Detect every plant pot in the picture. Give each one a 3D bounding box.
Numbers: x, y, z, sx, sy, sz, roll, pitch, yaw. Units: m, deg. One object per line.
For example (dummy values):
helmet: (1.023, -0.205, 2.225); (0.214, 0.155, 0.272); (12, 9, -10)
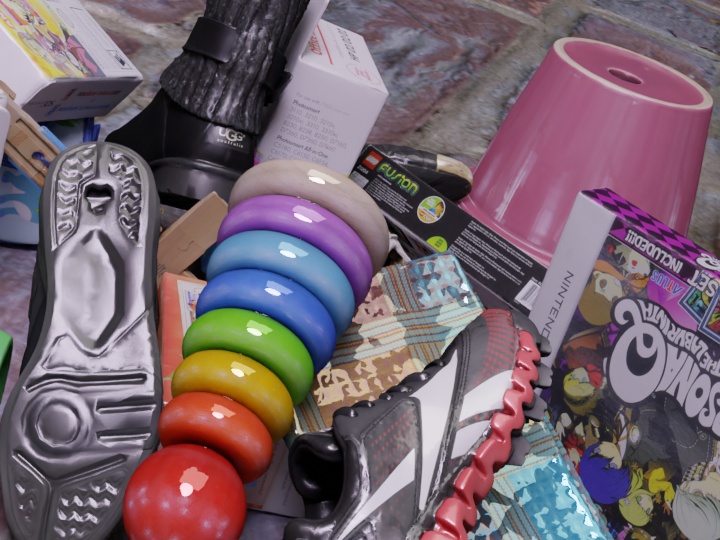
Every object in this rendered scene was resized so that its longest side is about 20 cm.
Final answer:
plant pot: (0.175, -0.068, 1.113); (0.197, 0.181, 0.201); (16, 25, -8)

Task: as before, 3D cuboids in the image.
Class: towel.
towel: (0.034, 0.086, 0.739); (0.145, 0.022, 0.201); (-14, 64, -30)

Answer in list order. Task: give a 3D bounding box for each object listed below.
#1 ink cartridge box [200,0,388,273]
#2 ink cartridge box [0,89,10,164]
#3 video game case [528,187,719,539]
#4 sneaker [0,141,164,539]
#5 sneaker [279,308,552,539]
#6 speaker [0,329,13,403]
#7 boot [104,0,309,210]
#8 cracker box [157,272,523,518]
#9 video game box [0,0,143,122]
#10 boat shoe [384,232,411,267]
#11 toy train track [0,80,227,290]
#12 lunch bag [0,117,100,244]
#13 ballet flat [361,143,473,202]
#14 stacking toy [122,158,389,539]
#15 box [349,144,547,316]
ink cartridge box: (-0.042, -0.098, 0.975); (0.067, 0.202, 0.115); (19, 23, -19)
ink cartridge box: (-0.298, -0.062, 0.779); (0.198, 0.148, 0.084); (27, 26, 19)
video game case: (0.164, 0.082, 0.780); (0.036, 0.183, 0.199); (-7, 36, -46)
sneaker: (-0.133, 0.050, 0.723); (0.075, 0.115, 0.202); (1, 66, -6)
sneaker: (0.023, 0.081, 0.679); (0.097, 0.071, 0.201); (31, 52, 0)
speaker: (-0.264, 0.039, 0.666); (0.197, 0.089, 0.089); (16, 24, -8)
boot: (-0.100, -0.118, 0.926); (0.079, 0.160, 0.210); (13, -3, -29)
cracker box: (-0.020, 0.077, 0.805); (0.197, 0.058, 0.134); (13, 26, -13)
video game box: (-0.235, -0.178, 0.895); (0.200, 0.047, 0.182); (49, 9, 1)
boat shoe: (0.000, 0.000, 0.934); (0.069, 0.071, 0.200); (35, 3, 8)
toy train track: (-0.145, -0.036, 0.827); (0.200, 0.114, 0.033); (46, 14, -24)
lunch bag: (-0.254, -0.099, 0.978); (0.159, 0.083, 0.201); (17, 25, -13)
ballet flat: (-0.013, -0.083, 1.095); (0.197, 0.067, 0.057); (7, 55, 9)
stacking toy: (-0.051, 0.048, 0.674); (0.084, 0.086, 0.202); (19, 55, 1)
box: (0.078, -0.001, 1.002); (0.199, 0.035, 0.110); (38, -8, 35)
